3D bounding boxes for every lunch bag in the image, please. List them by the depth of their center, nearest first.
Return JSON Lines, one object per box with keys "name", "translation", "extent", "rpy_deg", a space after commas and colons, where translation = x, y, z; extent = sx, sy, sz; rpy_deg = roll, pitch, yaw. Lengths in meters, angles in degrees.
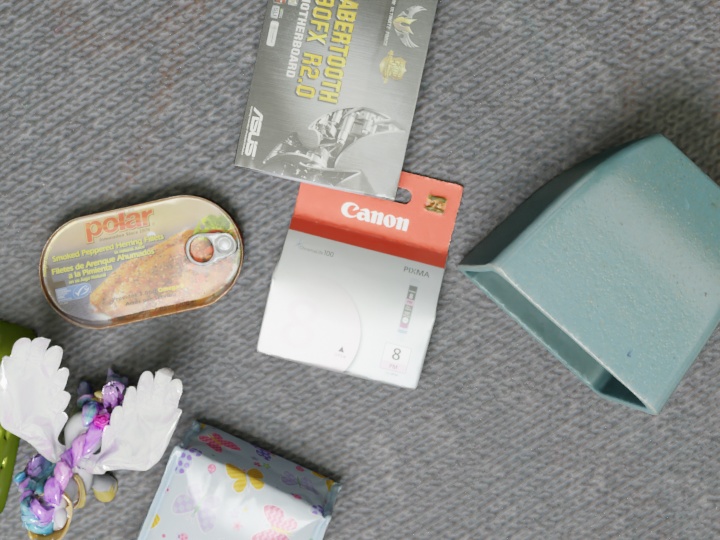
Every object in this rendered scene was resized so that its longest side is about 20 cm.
{"name": "lunch bag", "translation": [-0.132, 0.275, 1.384], "extent": [0.169, 0.127, 0.200], "rpy_deg": [25, 104, 0]}

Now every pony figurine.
{"name": "pony figurine", "translation": [-0.255, 0.158, 1.331], "extent": [0.166, 0.200, 0.193], "rpy_deg": [16, 97, 0]}

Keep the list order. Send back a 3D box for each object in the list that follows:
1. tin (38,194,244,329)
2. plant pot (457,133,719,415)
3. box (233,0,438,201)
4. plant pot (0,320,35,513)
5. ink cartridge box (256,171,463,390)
{"name": "tin", "translation": [-0.211, -0.011, 1.392], "extent": [0.200, 0.042, 0.112], "rpy_deg": [-11, 101, 3]}
{"name": "plant pot", "translation": [0.238, -0.013, 1.312], "extent": [0.196, 0.196, 0.200], "rpy_deg": [42, 86, -4]}
{"name": "box", "translation": [-0.023, -0.178, 1.354], "extent": [0.158, 0.048, 0.200], "rpy_deg": [13, 93, 0]}
{"name": "plant pot", "translation": [-0.435, 0.145, 1.344], "extent": [0.199, 0.181, 0.200], "rpy_deg": [11, 98, -1]}
{"name": "ink cartridge box", "translation": [0.000, 0.000, 1.384], "extent": [0.162, 0.057, 0.200], "rpy_deg": [14, 102, 0]}
